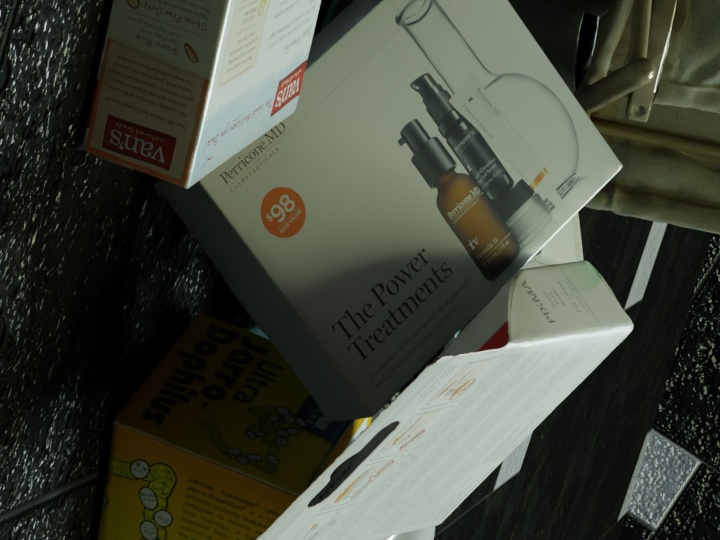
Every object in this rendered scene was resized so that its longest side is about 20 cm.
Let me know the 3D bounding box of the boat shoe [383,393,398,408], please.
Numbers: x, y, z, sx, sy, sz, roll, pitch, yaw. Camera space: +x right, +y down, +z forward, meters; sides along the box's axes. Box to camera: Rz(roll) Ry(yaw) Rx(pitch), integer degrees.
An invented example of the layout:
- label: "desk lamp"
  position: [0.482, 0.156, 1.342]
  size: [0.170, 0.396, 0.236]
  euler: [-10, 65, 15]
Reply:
- label: "boat shoe"
  position: [0.025, 0.059, 1.914]
  size: [0.073, 0.068, 0.199]
  euler: [-26, 171, 0]

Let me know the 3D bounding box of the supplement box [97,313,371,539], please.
- label: "supplement box"
  position: [-0.073, 0.145, 1.575]
  size: [0.109, 0.109, 0.201]
  euler: [-54, 161, -52]

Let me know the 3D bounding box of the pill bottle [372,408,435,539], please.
- label: "pill bottle"
  position: [-0.013, 0.173, 1.855]
  size: [0.201, 0.119, 0.120]
  euler: [92, 21, -53]

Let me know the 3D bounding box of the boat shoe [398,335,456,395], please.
- label: "boat shoe"
  position: [0.011, -0.023, 1.529]
  size: [0.075, 0.061, 0.202]
  euler: [-161, -116, -75]

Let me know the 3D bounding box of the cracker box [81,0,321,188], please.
- label: "cracker box"
  position: [-0.055, -0.151, 1.315]
  size: [0.134, 0.057, 0.201]
  euler: [-42, 148, -64]

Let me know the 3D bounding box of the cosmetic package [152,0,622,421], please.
- label: "cosmetic package"
  position: [0.017, -0.047, 1.466]
  size: [0.200, 0.151, 0.052]
  euler: [-44, -166, -26]

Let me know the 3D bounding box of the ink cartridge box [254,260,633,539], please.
- label: "ink cartridge box"
  position: [0.025, 0.069, 1.417]
  size: [0.161, 0.050, 0.200]
  euler: [-47, 158, 25]

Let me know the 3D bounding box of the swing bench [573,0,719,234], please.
- label: "swing bench"
  position: [0.230, -0.106, 1.688]
  size: [0.200, 0.197, 0.131]
  euler: [115, -15, -68]

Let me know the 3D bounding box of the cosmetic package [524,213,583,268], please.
- label: "cosmetic package"
  position: [0.080, -0.037, 1.923]
  size: [0.200, 0.103, 0.088]
  euler: [18, 65, -79]

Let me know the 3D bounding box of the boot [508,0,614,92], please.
- label: "boot"
  position: [0.066, -0.104, 1.719]
  size: [0.201, 0.138, 0.078]
  euler: [96, 19, -50]

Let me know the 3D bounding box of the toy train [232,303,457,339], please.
- label: "toy train"
  position: [0.000, 0.000, 1.665]
  size: [0.087, 0.114, 0.200]
  euler: [55, 25, -21]

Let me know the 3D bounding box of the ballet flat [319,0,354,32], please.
- label: "ballet flat"
  position: [-0.008, -0.077, 1.606]
  size: [0.073, 0.073, 0.201]
  euler: [84, 28, -64]
